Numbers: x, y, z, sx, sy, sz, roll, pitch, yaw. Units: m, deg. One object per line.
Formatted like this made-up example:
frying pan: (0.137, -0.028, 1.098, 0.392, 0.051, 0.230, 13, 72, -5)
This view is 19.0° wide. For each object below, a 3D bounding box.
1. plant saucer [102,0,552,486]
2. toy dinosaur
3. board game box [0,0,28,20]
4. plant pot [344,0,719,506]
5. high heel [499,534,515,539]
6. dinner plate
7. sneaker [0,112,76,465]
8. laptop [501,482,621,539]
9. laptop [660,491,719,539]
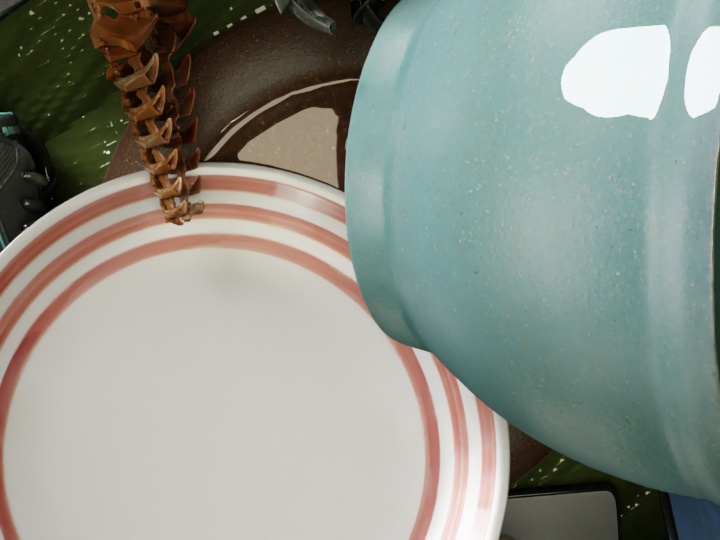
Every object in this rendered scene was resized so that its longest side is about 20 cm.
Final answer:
plant saucer: (0.000, 0.000, 0.779, 0.199, 0.037, 0.201, 0, 95, -2)
toy dinosaur: (-0.050, -0.124, 0.719, 0.135, 0.102, 0.201, 8, 119, 29)
board game box: (-0.100, -0.192, 0.757, 0.200, 0.028, 0.135, -36, 99, 3)
plant pot: (0.077, -0.029, 0.679, 0.134, 0.200, 0.201, 5, 99, 25)
high heel: (-0.018, 0.169, 0.755, 0.199, 0.067, 0.096, -26, 98, -21)
dinner plate: (-0.048, 0.061, 0.730, 0.199, 0.024, 0.201, 2, 73, -7)
sneaker: (-0.134, -0.006, 0.761, 0.079, 0.075, 0.200, -39, 98, 1)
laptop: (0.014, 0.194, 0.774, 0.186, 0.116, 0.201, -5, 99, -2)
laptop: (0.194, 0.138, 0.714, 0.199, 0.188, 0.116, 3, 122, -2)
